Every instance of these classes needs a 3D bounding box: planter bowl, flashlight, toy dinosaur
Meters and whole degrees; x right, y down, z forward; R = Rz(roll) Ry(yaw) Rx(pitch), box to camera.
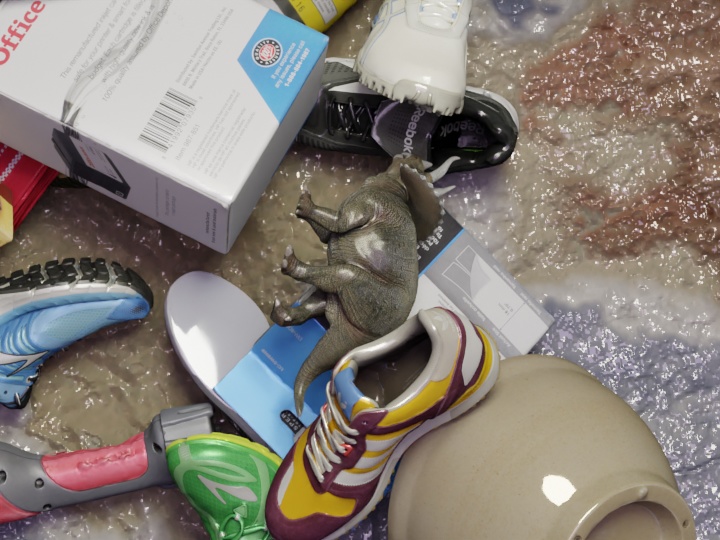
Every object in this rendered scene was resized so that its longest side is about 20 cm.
[{"bbox_3d":[0.136,0.172,1.051,0.200,0.135,0.201,-11,112,-28],"label":"planter bowl"},{"bbox_3d":[-0.198,0.135,1.120,0.199,0.068,0.068,-13,83,-2],"label":"flashlight"},{"bbox_3d":[0.000,0.000,1.037,0.102,0.077,0.201,14,75,-1],"label":"toy dinosaur"}]

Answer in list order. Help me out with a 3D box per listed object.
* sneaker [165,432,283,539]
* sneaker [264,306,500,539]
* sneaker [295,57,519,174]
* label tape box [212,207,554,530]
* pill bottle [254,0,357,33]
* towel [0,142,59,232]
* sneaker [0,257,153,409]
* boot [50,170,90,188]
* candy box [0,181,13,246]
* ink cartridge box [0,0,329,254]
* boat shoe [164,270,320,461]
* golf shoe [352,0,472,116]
[{"bbox_3d":[-0.067,0.196,1.084,0.074,0.084,0.200,-25,107,26],"label":"sneaker"},{"bbox_3d":[-0.004,0.097,1.015,0.200,0.090,0.075,-47,55,11],"label":"sneaker"},{"bbox_3d":[0.023,-0.109,1.126,0.199,0.091,0.067,8,104,-7],"label":"sneaker"},{"bbox_3d":[0.019,0.058,1.105,0.144,0.063,0.200,45,66,-1],"label":"label tape box"},{"bbox_3d":[-0.017,-0.255,1.137,0.200,0.111,0.111,-43,88,-4],"label":"pill bottle"},{"bbox_3d":[-0.292,-0.124,1.133,0.200,0.022,0.145,40,96,13],"label":"towel"},{"bbox_3d":[-0.242,0.051,1.133,0.199,0.078,0.090,-16,105,0],"label":"sneaker"},{"bbox_3d":[-0.151,-0.163,1.147,0.175,0.066,0.201,0,84,-3],"label":"boot"},{"bbox_3d":[-0.351,-0.027,1.071,0.200,0.117,0.057,-27,45,14],"label":"candy box"},{"bbox_3d":[-0.143,-0.125,1.055,0.200,0.084,0.145,26,66,5],"label":"ink cartridge box"},{"bbox_3d":[-0.074,0.091,1.131,0.069,0.057,0.200,-37,88,-24],"label":"boat shoe"},{"bbox_3d":[0.044,-0.177,1.087,0.078,0.200,0.097,15,118,-9],"label":"golf shoe"}]
